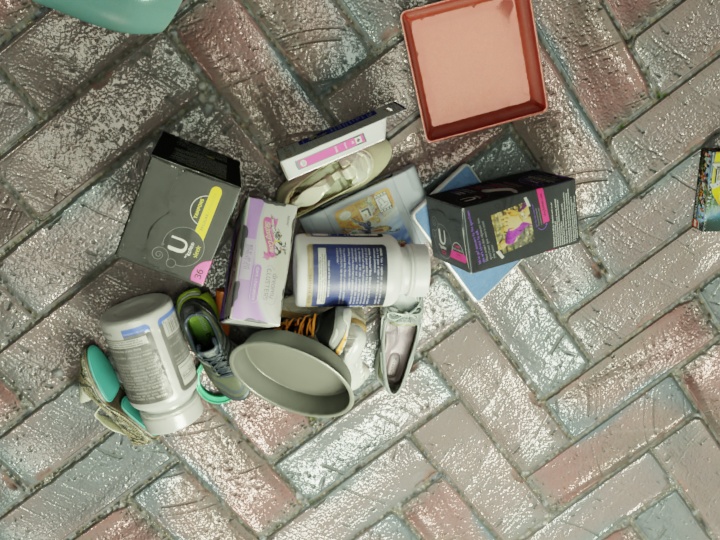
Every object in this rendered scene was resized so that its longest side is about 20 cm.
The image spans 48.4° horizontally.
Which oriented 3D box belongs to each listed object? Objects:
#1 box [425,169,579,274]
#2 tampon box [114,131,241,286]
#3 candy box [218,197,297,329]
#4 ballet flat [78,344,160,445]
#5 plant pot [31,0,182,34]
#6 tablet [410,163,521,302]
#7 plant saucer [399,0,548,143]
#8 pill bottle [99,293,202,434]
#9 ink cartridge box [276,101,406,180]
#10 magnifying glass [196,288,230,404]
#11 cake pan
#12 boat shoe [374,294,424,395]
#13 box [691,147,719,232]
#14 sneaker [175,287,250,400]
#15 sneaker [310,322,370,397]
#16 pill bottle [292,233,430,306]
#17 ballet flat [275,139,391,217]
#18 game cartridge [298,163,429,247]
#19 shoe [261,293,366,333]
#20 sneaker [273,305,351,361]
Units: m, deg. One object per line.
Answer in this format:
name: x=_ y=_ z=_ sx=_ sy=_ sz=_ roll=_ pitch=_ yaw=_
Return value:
box: x=0.219 y=-0.078 z=1.230 sx=0.200 sy=0.122 sz=0.106 roll=-15 pitch=108 yaw=-19
tampon box: x=-0.251 y=-0.092 z=1.135 sx=0.126 sy=0.200 sz=0.150 roll=20 pitch=104 yaw=-14
candy box: x=-0.151 y=-0.004 z=1.155 sx=0.072 sy=0.200 sz=0.168 roll=10 pitch=82 yaw=-13
ballet flat: x=-0.405 y=0.211 z=1.288 sx=0.075 sy=0.068 sz=0.200 roll=-27 pitch=113 yaw=17
plant pot: x=-0.307 y=-0.402 z=1.035 sx=0.161 sy=0.201 sz=0.201 roll=23 pitch=104 yaw=-29
tablet: x=0.179 y=-0.058 z=1.293 sx=0.130 sy=0.014 sz=0.200 roll=-43 pitch=113 yaw=-10
plant saucer: x=0.171 y=-0.315 z=1.214 sx=0.200 sy=0.037 sz=0.200 roll=-16 pitch=110 yaw=-4
pill bottle: x=-0.320 y=0.147 z=1.249 sx=0.114 sy=0.114 sz=0.200 roll=-15 pitch=109 yaw=-4
ink cartridge box: x=-0.027 y=-0.196 z=1.191 sx=0.200 sy=0.095 sz=0.037 roll=-25 pitch=110 yaw=0
magnifying glass: x=-0.228 y=0.126 z=1.306 sx=0.080 sy=0.022 sz=0.200 roll=4 pitch=107 yaw=-9
cake pan: x=-0.100 y=0.156 z=1.215 sx=0.200 sy=0.037 sz=0.200 roll=14 pitch=143 yaw=11
boat shoe: x=0.066 y=0.105 z=1.321 sx=0.074 sy=0.065 sz=0.202 roll=9 pitch=106 yaw=-12
box: x=0.667 y=-0.138 z=1.348 sx=0.200 sy=0.038 sz=0.137 roll=-3 pitch=108 yaw=-8
sneaker: x=-0.231 y=0.128 z=1.253 sx=0.074 sy=0.081 sz=0.200 roll=-27 pitch=110 yaw=3
sneaker: x=-0.024 y=0.147 z=1.298 sx=0.099 sy=0.078 sz=0.200 roll=3 pitch=144 yaw=-25
pill bottle: x=0.000 y=0.000 z=1.216 sx=0.200 sy=0.111 sz=0.111 roll=0 pitch=108 yaw=-8
ballet flat: x=-0.038 y=-0.140 z=1.223 sx=0.200 sy=0.069 sz=0.069 roll=-30 pitch=110 yaw=2
game cartridge: x=0.019 y=-0.069 z=1.273 sx=0.200 sy=0.042 sz=0.133 roll=-26 pitch=106 yaw=0
shoe: x=-0.089 y=0.072 z=1.298 sx=0.200 sy=0.053 sz=0.070 roll=8 pitch=147 yaw=-8
sneaker: x=-0.086 y=0.102 z=1.226 sx=0.077 sy=0.078 sz=0.200 roll=28 pitch=140 yaw=-27
